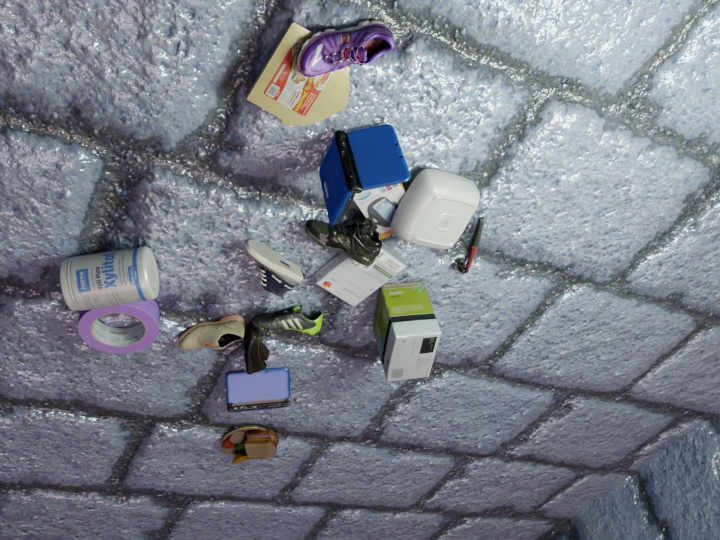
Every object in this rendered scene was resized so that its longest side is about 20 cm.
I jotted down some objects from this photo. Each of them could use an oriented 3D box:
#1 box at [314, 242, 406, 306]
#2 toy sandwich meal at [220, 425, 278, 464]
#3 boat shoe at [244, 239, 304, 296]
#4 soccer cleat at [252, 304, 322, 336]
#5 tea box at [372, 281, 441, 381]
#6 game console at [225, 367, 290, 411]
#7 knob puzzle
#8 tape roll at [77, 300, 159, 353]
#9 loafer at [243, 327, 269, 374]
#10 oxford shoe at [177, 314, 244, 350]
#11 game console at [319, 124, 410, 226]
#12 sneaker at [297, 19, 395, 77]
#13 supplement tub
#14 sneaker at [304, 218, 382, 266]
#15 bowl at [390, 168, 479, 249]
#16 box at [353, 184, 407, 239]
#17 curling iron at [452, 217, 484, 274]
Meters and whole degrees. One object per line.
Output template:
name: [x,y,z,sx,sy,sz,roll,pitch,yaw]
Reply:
box: [0.000,0.000,1.792,0.200,0.041,0.156,-39,131,23]
toy sandwich meal: [-0.382,0.608,2.303,0.204,0.071,0.206,-7,137,-7]
boat shoe: [-0.239,0.002,1.705,0.093,0.075,0.200,-42,131,17]
soccer cleat: [-0.203,0.133,1.870,0.199,0.068,0.081,7,116,-22]
tea box: [0.126,0.170,1.886,0.133,0.197,0.201,-3,135,-12]
game console: [-0.326,0.382,2.122,0.199,0.119,0.171,-2,167,-12]
knob puzzle: [-0.109,-0.386,1.363,0.218,0.031,0.221,-14,130,-17]
tape roll: [-0.633,0.132,1.751,0.199,0.066,0.201,-8,137,-7]
loafer: [-0.301,0.229,1.939,0.071,0.073,0.201,-7,145,-15]
oxford shoe: [-0.417,0.186,1.854,0.199,0.074,0.071,-21,137,8]
game console: [0.003,-0.209,1.448,0.118,0.201,0.171,11,132,-24]
sneaker: [-0.027,-0.427,1.292,0.199,0.084,0.081,-23,133,-4]
supplement tub: [-0.595,0.019,1.594,0.199,0.132,0.132,-10,137,-6]
sneaker: [-0.033,-0.095,1.637,0.198,0.076,0.114,25,132,-11]
bowl: [0.192,-0.136,1.638,0.199,0.075,0.201,10,123,-33]
box: [0.058,-0.170,1.631,0.119,0.042,0.200,-26,138,12]
curling iron: [0.300,-0.062,1.814,0.049,0.026,0.201,1,135,-20]
